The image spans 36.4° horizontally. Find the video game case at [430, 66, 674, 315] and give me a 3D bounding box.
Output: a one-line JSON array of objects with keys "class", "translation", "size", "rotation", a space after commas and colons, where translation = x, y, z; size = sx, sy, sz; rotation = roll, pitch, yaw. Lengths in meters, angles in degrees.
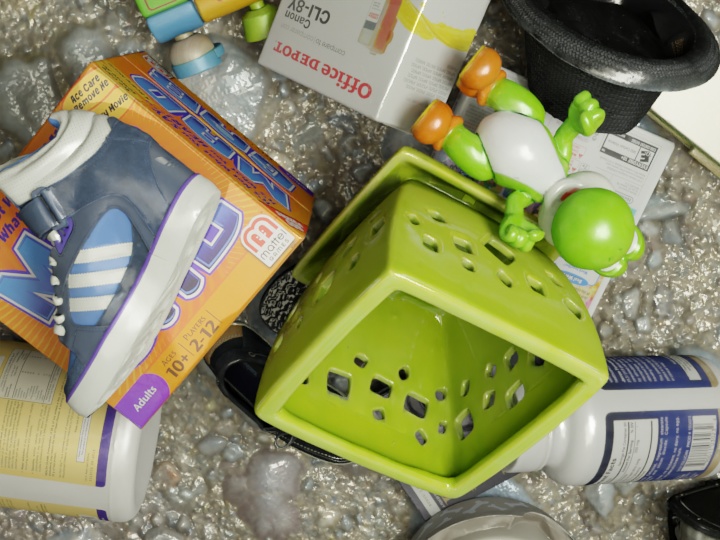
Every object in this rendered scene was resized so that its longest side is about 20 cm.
[{"class": "video game case", "translation": [0.152, -0.066, 0.968], "size": [0.200, 0.024, 0.182], "rotation": [20, 103, -16]}]

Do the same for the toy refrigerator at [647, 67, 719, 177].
[{"class": "toy refrigerator", "translation": [0.334, -0.107, 0.948], "size": [0.200, 0.076, 0.070], "rotation": [36, 101, -9]}]

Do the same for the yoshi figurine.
[{"class": "yoshi figurine", "translation": [0.138, -0.071, 0.822], "size": [0.200, 0.112, 0.112], "rotation": [43, 138, -2]}]

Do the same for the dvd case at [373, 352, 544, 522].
[{"class": "dvd case", "translation": [0.113, 0.136, 1.020], "size": [0.200, 0.016, 0.149], "rotation": [-29, 114, 7]}]

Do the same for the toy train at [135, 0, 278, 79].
[{"class": "toy train", "translation": [-0.091, -0.245, 0.915], "size": [0.200, 0.085, 0.116], "rotation": [-21, 113, 5]}]

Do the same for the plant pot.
[{"class": "plant pot", "translation": [0.052, 0.033, 0.869], "size": [0.200, 0.182, 0.199], "rotation": [26, 131, -21]}]

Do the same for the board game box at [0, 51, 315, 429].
[{"class": "board game box", "translation": [-0.179, -0.035, 0.899], "size": [0.200, 0.200, 0.200], "rotation": [39, 101, -9]}]

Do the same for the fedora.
[{"class": "fedora", "translation": [0.188, -0.176, 0.890], "size": [0.200, 0.201, 0.092], "rotation": [14, 128, -4]}]

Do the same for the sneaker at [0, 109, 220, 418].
[{"class": "sneaker", "translation": [-0.201, -0.013, 0.768], "size": [0.146, 0.081, 0.200], "rotation": [30, 105, 1]}]

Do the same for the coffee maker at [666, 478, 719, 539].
[{"class": "coffee maker", "translation": [0.383, 0.303, 1.016], "size": [0.192, 0.135, 0.200], "rotation": [-3, 104, 0]}]

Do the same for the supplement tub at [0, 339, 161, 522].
[{"class": "supplement tub", "translation": [-0.286, 0.138, 0.968], "size": [0.200, 0.145, 0.146], "rotation": [9, 103, -2]}]

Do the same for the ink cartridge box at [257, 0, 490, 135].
[{"class": "ink cartridge box", "translation": [0.022, -0.227, 0.879], "size": [0.145, 0.083, 0.200], "rotation": [31, 105, 34]}]

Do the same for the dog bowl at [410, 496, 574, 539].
[{"class": "dog bowl", "translation": [0.126, 0.307, 1.047], "size": [0.200, 0.059, 0.200], "rotation": [-1, 109, -2]}]

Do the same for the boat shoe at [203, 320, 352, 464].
[{"class": "boat shoe", "translation": [-0.064, 0.122, 0.990], "size": [0.075, 0.062, 0.200], "rotation": [-41, 120, 9]}]

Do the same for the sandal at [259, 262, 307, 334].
[{"class": "sandal", "translation": [0.001, 0.001, 0.992], "size": [0.200, 0.048, 0.075], "rotation": [-29, 104, -7]}]

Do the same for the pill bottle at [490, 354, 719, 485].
[{"class": "pill bottle", "translation": [0.215, 0.131, 0.962], "size": [0.200, 0.111, 0.111], "rotation": [1, 104, -17]}]
